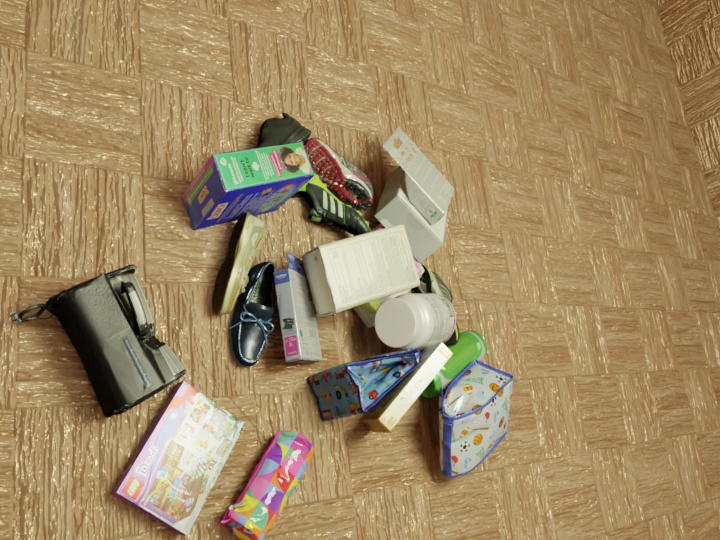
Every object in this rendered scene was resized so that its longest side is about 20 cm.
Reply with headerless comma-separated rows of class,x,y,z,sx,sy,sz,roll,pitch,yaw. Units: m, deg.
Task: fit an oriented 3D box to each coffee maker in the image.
coffee maker,-0.399,0.123,0.980,0.189,0.135,0.203,-26,89,-16

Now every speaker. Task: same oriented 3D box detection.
speaker,0.203,0.209,1.417,0.198,0.088,0.090,-26,90,-40

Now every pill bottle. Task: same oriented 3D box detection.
pill bottle,0.115,0.106,1.306,0.199,0.112,0.116,5,69,-60

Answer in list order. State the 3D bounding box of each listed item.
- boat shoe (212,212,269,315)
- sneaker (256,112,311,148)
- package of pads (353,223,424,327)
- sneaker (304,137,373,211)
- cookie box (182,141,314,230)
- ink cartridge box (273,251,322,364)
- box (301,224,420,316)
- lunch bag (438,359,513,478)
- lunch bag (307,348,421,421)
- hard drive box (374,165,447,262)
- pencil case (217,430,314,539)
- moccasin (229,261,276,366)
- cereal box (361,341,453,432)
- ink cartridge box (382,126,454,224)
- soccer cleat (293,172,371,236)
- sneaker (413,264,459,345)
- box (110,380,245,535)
boat shoe,-0.223,-0.008,1.177,0.062,0.073,0.205,26,62,-30
sneaker,-0.186,-0.268,1.308,0.091,0.076,0.200,43,39,-1
package of pads,0.040,0.009,1.377,0.155,0.068,0.200,52,52,-9
sneaker,-0.050,-0.219,1.392,0.200,0.080,0.076,43,38,-26
cookie box,-0.212,-0.161,1.181,0.197,0.170,0.077,-19,82,-40
ink cartridge box,-0.123,0.076,1.209,0.119,0.041,0.205,33,47,-72
box,0.000,0.000,1.241,0.196,0.109,0.131,-15,89,-26
lunch bag,0.230,0.319,1.339,0.199,0.122,0.174,-34,130,-42
lunch bag,0.020,0.209,1.235,0.197,0.150,0.096,-19,85,-40
hard drive box,0.123,-0.142,1.445,0.156,0.076,0.201,44,30,-16
pencil case,-0.158,0.373,1.086,0.088,0.088,0.201,46,51,-14
moccasin,-0.200,0.074,1.170,0.079,0.068,0.205,15,65,-32
cereal box,0.092,0.234,1.247,0.040,0.144,0.200,44,72,1
ink cartridge box,0.123,-0.214,1.404,0.200,0.050,0.161,44,31,-7
soccer cleat,-0.063,-0.122,1.341,0.199,0.068,0.081,41,65,3
sneaker,0.188,0.079,1.441,0.080,0.074,0.203,9,52,-42
box,-0.295,0.307,1.032,0.136,0.039,0.202,40,54,-20
